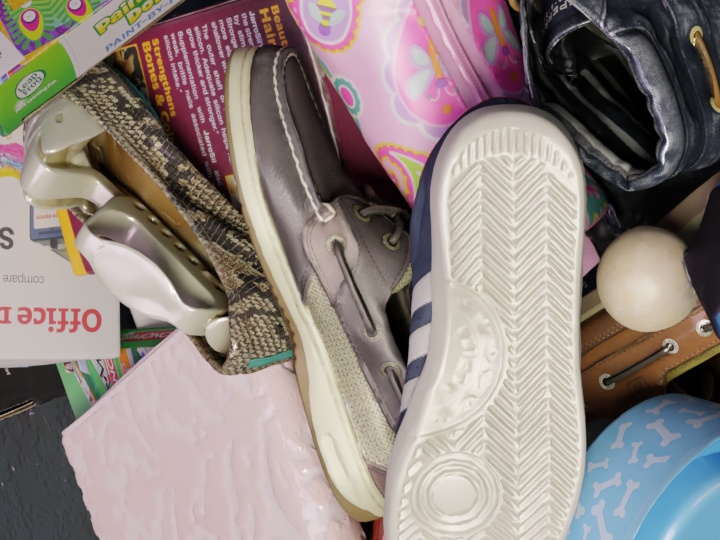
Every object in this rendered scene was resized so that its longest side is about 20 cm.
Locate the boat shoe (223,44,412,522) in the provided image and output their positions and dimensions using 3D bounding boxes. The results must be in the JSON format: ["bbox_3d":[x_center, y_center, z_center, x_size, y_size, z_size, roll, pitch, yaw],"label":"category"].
[{"bbox_3d":[0.000,0.001,0.760,0.066,0.072,0.202,-14,97,16],"label":"boat shoe"}]

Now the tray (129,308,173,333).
[{"bbox_3d":[-0.037,0.031,0.937,0.199,0.022,0.108,-8,106,43],"label":"tray"}]

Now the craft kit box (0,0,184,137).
[{"bbox_3d":[-0.145,-0.192,0.850,0.200,0.197,0.049,46,164,19],"label":"craft kit box"}]

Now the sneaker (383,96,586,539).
[{"bbox_3d":[0.049,0.031,0.715,0.075,0.085,0.201,7,105,-4],"label":"sneaker"}]

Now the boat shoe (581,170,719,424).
[{"bbox_3d":[0.116,0.037,0.771,0.068,0.072,0.200,54,132,14],"label":"boat shoe"}]

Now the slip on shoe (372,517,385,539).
[{"bbox_3d":[0.028,0.108,0.815,0.061,0.074,0.201,-26,63,6],"label":"slip on shoe"}]

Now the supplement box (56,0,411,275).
[{"bbox_3d":[-0.058,-0.069,0.880,0.199,0.085,0.111,-8,100,43],"label":"supplement box"}]

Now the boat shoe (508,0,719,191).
[{"bbox_3d":[0.085,-0.124,0.729,0.201,0.091,0.071,55,132,12],"label":"boat shoe"}]

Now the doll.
[{"bbox_3d":[0.178,-0.003,0.662,0.199,0.048,0.137,-4,62,26],"label":"doll"}]

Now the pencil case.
[{"bbox_3d":[0.031,-0.084,0.766,0.087,0.087,0.201,-14,111,43],"label":"pencil case"}]

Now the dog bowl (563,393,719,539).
[{"bbox_3d":[0.131,0.134,0.752,0.050,0.111,0.201,32,145,45],"label":"dog bowl"}]

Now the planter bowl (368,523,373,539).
[{"bbox_3d":[0.054,0.191,0.875,0.200,0.083,0.202,15,115,37],"label":"planter bowl"}]

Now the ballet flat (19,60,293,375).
[{"bbox_3d":[-0.102,-0.029,0.822,0.200,0.075,0.068,45,131,20],"label":"ballet flat"}]

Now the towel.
[{"bbox_3d":[-0.063,0.132,0.902,0.191,0.032,0.201,-38,71,48],"label":"towel"}]

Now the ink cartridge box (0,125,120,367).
[{"bbox_3d":[-0.200,-0.052,0.938,0.087,0.145,0.201,-3,86,42],"label":"ink cartridge box"}]

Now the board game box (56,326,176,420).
[{"bbox_3d":[-0.082,0.127,0.989,0.134,0.029,0.201,-4,108,45],"label":"board game box"}]

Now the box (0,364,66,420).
[{"bbox_3d":[-0.269,0.005,1.018,0.050,0.198,0.201,-17,94,42],"label":"box"}]
